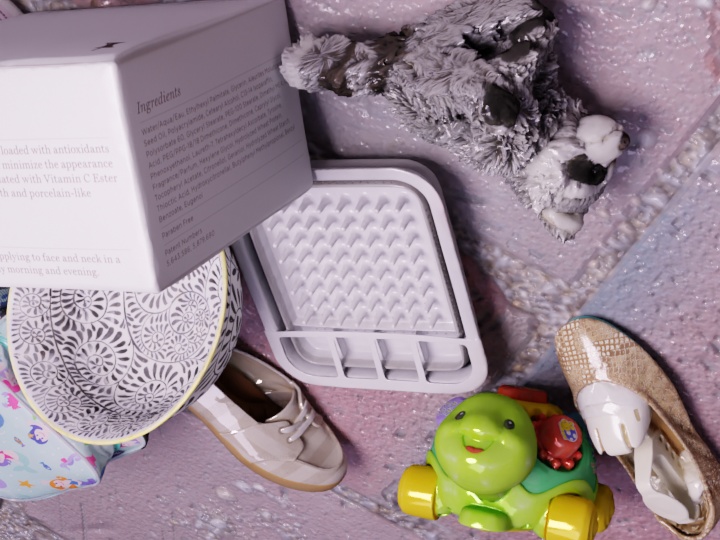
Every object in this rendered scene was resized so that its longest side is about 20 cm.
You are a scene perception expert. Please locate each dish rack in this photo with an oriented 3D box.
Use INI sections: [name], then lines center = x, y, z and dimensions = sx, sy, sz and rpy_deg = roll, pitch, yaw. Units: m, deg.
[dish rack]
center = 0.000, 0.000, 0.880
dimensions = 0.171, 0.044, 0.200
rpy_deg = 1, 131, 25

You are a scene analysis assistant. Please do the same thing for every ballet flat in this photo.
[ballet flat]
center = 0.201, 0.119, 0.878
dimensions = 0.070, 0.065, 0.200
rpy_deg = -25, 116, 40

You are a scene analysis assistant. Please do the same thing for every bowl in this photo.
[bowl]
center = -0.156, 0.030, 0.917
dimensions = 0.200, 0.201, 0.094
rpy_deg = -4, 168, 28

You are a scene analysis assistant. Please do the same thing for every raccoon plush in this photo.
[raccoon plush]
center = 0.064, -0.093, 0.753
dimensions = 0.200, 0.097, 0.134
rpy_deg = 18, 150, 39

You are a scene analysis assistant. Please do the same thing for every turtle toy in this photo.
[turtle toy]
center = 0.104, 0.134, 0.880
dimensions = 0.145, 0.200, 0.101
rpy_deg = 8, 90, 20

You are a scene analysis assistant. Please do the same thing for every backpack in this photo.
[backpack]
center = -0.277, 0.100, 1.037
dimensions = 0.200, 0.151, 0.178
rpy_deg = -16, 123, 41

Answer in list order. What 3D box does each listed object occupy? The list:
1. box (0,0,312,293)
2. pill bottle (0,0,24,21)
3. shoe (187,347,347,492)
[box]
center = -0.163, -0.083, 0.748
dimensions = 0.198, 0.200, 0.131
rpy_deg = 2, 112, 25
[pill bottle]
center = -0.303, -0.101, 0.814
dimensions = 0.112, 0.200, 0.112
rpy_deg = 14, 134, 15
[shoe]
center = -0.088, 0.110, 1.003
dimensions = 0.200, 0.070, 0.053
rpy_deg = 36, 138, -10
